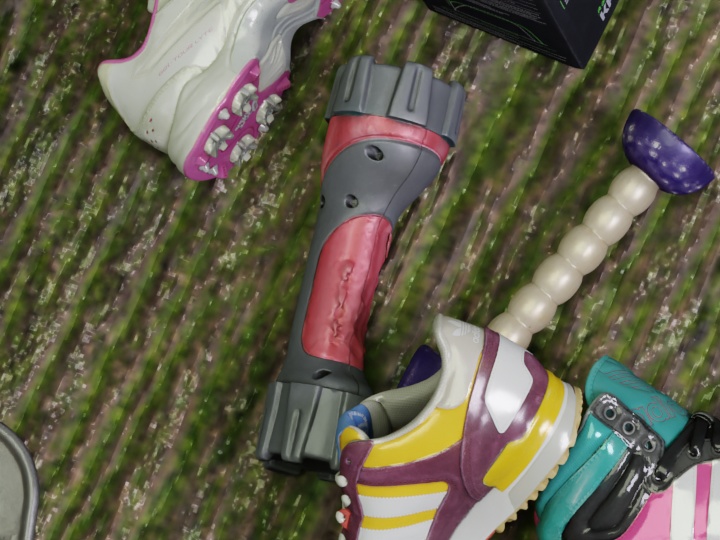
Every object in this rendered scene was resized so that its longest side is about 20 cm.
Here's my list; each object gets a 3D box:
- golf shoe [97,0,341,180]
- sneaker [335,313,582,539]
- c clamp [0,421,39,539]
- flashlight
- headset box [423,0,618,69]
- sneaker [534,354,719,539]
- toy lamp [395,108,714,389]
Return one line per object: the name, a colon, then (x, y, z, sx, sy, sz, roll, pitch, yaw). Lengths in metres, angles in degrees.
golf shoe: (-0.057, -0.146, 1.483, 0.091, 0.075, 0.200, 31, 84, 22)
sneaker: (0.013, 0.108, 1.370, 0.090, 0.075, 0.200, 34, 106, -12)
c clamp: (-0.246, 0.161, 1.476, 0.170, 0.027, 0.201, 10, 80, 16)
flashlight: (0.000, 0.000, 1.435, 0.068, 0.068, 0.201, 9, 78, 13)
headset box: (0.084, -0.215, 1.396, 0.092, 0.200, 0.175, 22, 82, 18)
sneaker: (0.159, 0.080, 1.371, 0.200, 0.084, 0.121, -37, 80, 4)
toy lamp: (0.084, 0.013, 1.416, 0.058, 0.058, 0.200, 39, 86, 19)
